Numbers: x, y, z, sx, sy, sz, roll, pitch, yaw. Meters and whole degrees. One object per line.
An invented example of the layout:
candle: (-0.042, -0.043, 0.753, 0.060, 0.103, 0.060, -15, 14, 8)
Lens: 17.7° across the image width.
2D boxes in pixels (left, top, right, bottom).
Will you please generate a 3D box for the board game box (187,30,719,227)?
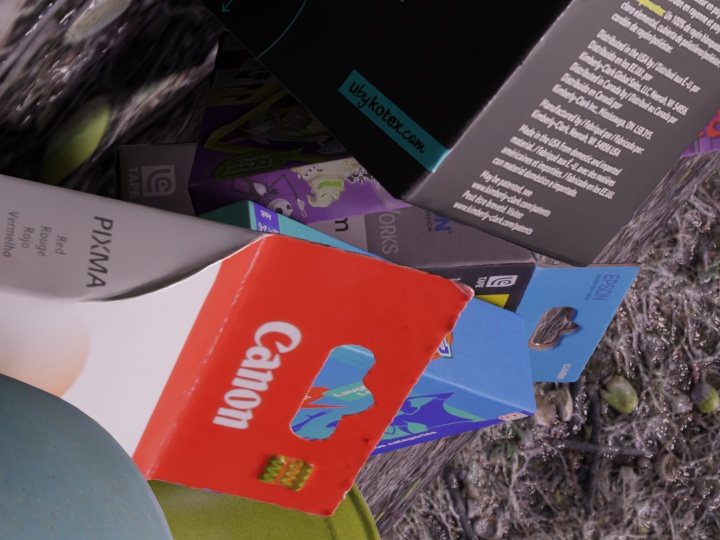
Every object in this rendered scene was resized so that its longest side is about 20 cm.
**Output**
board game box: (0.043, -0.066, 0.819, 0.200, 0.032, 0.120, -9, -153, 9)

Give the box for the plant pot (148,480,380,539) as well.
plant pot: (-0.115, 0.154, 1.074, 0.200, 0.200, 0.193, -50, 158, 10)

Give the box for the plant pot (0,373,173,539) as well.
plant pot: (-0.129, 0.102, 0.649, 0.135, 0.200, 0.200, -24, 157, -41)

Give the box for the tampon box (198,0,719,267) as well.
tampon box: (0.057, -0.129, 0.690, 0.200, 0.150, 0.126, -50, 152, 13)

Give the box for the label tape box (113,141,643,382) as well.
label tape box: (0.000, 0.000, 0.941, 0.200, 0.063, 0.144, -3, 159, -8)

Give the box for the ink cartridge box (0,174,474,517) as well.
ink cartridge box: (-0.084, 0.042, 0.734, 0.162, 0.200, 0.050, 119, -19, -52)

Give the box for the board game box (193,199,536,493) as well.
board game box: (-0.047, 0.036, 0.857, 0.152, 0.045, 0.200, -17, 159, 28)
